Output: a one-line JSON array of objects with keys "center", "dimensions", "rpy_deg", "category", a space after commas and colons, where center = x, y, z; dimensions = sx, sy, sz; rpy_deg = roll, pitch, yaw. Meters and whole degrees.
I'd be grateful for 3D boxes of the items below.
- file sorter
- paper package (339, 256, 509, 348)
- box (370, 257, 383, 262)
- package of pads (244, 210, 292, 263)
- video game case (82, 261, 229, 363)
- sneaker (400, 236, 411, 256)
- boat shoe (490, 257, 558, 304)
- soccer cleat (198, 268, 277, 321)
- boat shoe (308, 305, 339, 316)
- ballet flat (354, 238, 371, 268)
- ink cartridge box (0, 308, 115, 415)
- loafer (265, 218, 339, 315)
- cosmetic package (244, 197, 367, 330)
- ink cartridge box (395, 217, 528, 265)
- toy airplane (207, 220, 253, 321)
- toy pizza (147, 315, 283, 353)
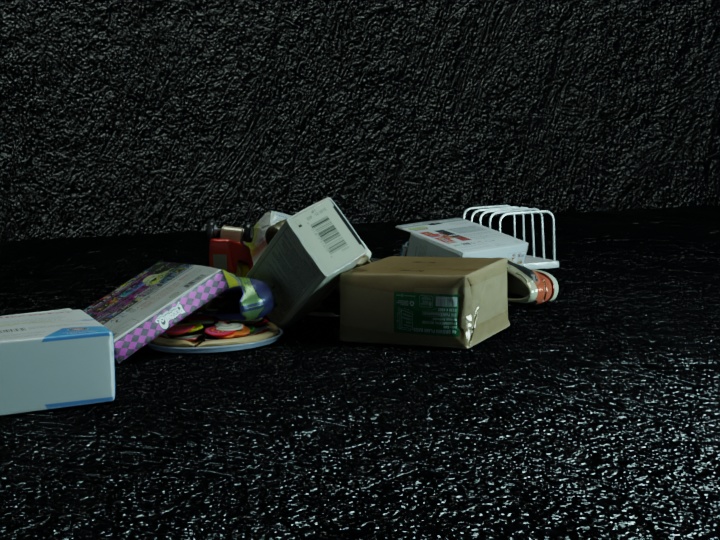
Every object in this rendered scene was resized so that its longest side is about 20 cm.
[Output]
[{"center": [0.316, -0.071, 2.337], "dimensions": [0.138, 0.125, 0.200], "rpy_deg": [-5, 8, -18], "category": "file sorter"}, {"center": [0.092, 0.042, 1.546], "dimensions": [0.199, 0.104, 0.190], "rpy_deg": [2, 10, 26], "category": "paper package"}, {"center": [-0.036, 0.003, 2.166], "dimensions": [0.160, 0.044, 0.200], "rpy_deg": [-7, 9, -37], "category": "box"}, {"center": [-0.131, -0.026, 1.886], "dimensions": [0.154, 0.068, 0.200], "rpy_deg": [13, -29, -24], "category": "package of pads"}, {"center": [-0.312, 0.054, 1.546], "dimensions": [0.200, 0.036, 0.181], "rpy_deg": [-37, 26, -32], "category": "video game case"}, {"center": [0.128, -0.027, 2.136], "dimensions": [0.079, 0.096, 0.200], "rpy_deg": [0, 7, 18], "category": "sneaker"}, {"center": [0.243, 0.021, 1.840], "dimensions": [0.062, 0.072, 0.200], "rpy_deg": [-10, 14, -34], "category": "boat shoe"}, {"center": [-0.208, 0.037, 1.585], "dimensions": [0.200, 0.065, 0.084], "rpy_deg": [5, 17, 44], "category": "soccer cleat"}, {"center": [-0.014, 0.036, 1.791], "dimensions": [0.199, 0.063, 0.073], "rpy_deg": [-6, 10, -23], "category": "boat shoe"}, {"center": [0.000, 0.000, 1.655], "dimensions": [0.063, 0.200, 0.069], "rpy_deg": [-20, 35, 35], "category": "ballet flat"}, {"center": [-0.377, 0.102, 1.268], "dimensions": [0.144, 0.085, 0.200], "rpy_deg": [-5, 8, -24], "category": "ink cartridge box"}, {"center": [-0.060, -0.009, 1.704], "dimensions": [0.067, 0.200, 0.076], "rpy_deg": [-49, 12, -31], "category": "loafer"}, {"center": [-0.083, -0.006, 1.579], "dimensions": [0.087, 0.104, 0.200], "rpy_deg": [-31, -8, -34], "category": "cosmetic package"}, {"center": [0.183, -0.031, 2.043], "dimensions": [0.200, 0.084, 0.175], "rpy_deg": [-8, 25, -44], "category": "ink cartridge box"}, {"center": [-0.203, 0.024, 1.758], "dimensions": [0.199, 0.142, 0.200], "rpy_deg": [26, -32, -32], "category": "toy airplane"}, {"center": [-0.212, 0.086, 1.573], "dimensions": [0.199, 0.032, 0.200], "rpy_deg": [-2, 7, 0], "category": "toy pizza"}]
